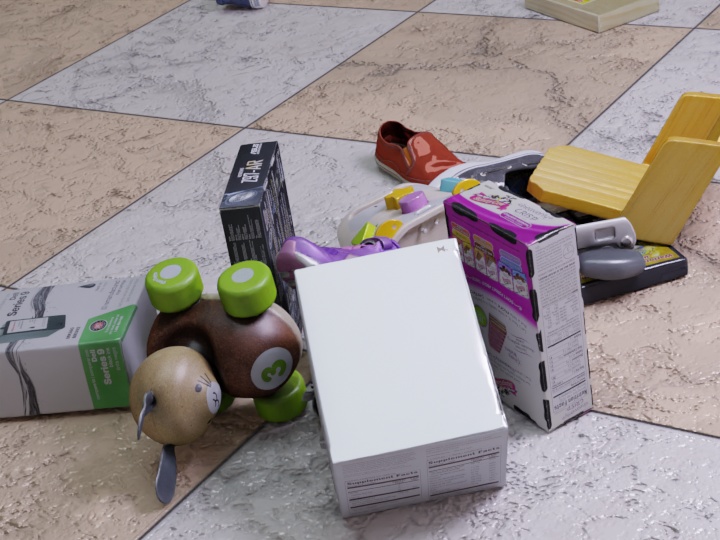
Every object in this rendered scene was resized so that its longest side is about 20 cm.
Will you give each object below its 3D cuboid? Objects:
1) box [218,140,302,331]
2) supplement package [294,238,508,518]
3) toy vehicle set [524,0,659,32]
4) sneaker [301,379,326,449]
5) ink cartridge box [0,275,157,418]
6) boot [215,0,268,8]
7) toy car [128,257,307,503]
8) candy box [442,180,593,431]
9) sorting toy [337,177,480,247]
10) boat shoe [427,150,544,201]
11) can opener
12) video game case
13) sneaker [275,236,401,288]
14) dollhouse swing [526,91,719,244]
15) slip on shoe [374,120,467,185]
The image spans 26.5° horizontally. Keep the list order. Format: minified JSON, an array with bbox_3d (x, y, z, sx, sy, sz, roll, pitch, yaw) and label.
[{"bbox_3d":[-0.099,-0.013,1.614,0.043,0.202,0.161,-6,28,7],"label":"box"},{"bbox_3d":[0.034,0.095,1.372,0.154,0.111,0.202,-11,56,-3],"label":"supplement package"},{"bbox_3d":[0.370,-0.433,2.462,0.123,0.027,0.200,-22,29,-22],"label":"toy vehicle set"},{"bbox_3d":[-0.021,0.105,1.499,0.081,0.075,0.200,-10,28,-5],"label":"sneaker"},{"bbox_3d":[-0.326,0.082,1.632,0.198,0.085,0.146,-6,27,8],"label":"ink cartridge box"},{"bbox_3d":[-0.199,-0.539,2.799,0.089,0.073,0.200,4,30,13],"label":"boot"},{"bbox_3d":[-0.155,0.114,1.449,0.156,0.166,0.201,3,39,23],"label":"toy car"},{"bbox_3d":[0.150,0.032,1.445,0.061,0.202,0.136,-23,31,-24],"label":"candy box"},{"bbox_3d":[0.054,-0.051,1.718,0.199,0.108,0.180,-28,25,-13],"label":"sorting toy"},{"bbox_3d":[0.163,-0.093,1.839,0.198,0.071,0.066,-17,25,-30],"label":"boat shoe"},{"bbox_3d":[0.201,-0.015,1.626,0.198,0.053,0.067,-8,28,2],"label":"can opener"},{"bbox_3d":[0.234,-0.015,1.704,0.198,0.026,0.181,-15,27,-12],"label":"video game case"},{"bbox_3d":[0.000,0.000,1.567,0.080,0.199,0.089,6,73,53],"label":"sneaker"},{"bbox_3d":[0.313,-0.144,1.740,0.175,0.183,0.200,30,28,6],"label":"dollhouse swing"},{"bbox_3d":[0.082,-0.144,1.963,0.074,0.062,0.200,-22,31,-26],"label":"slip on shoe"}]
